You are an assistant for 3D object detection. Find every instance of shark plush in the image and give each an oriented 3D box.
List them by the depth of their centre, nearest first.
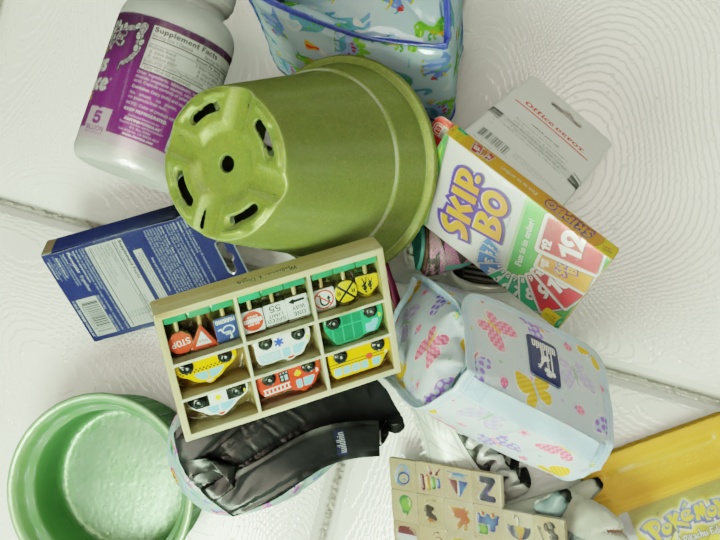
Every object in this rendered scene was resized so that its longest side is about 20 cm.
[{"bbox_3d":[0.163,0.269,1.136,0.198,0.091,0.084,-22,78,20],"label":"shark plush"}]

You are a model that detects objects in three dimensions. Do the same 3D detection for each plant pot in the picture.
[{"bbox_3d":[-0.064,-0.089,0.990,0.198,0.189,0.203,3,96,30],"label":"plant pot"}]

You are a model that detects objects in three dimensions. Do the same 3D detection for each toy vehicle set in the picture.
[{"bbox_3d":[-0.068,0.057,0.981,0.198,0.027,0.125,-17,119,-12],"label":"toy vehicle set"}]

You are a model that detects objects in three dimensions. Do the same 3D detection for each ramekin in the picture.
[{"bbox_3d":[-0.256,0.224,1.210,0.198,0.098,0.203,0,90,9],"label":"ramekin"}]

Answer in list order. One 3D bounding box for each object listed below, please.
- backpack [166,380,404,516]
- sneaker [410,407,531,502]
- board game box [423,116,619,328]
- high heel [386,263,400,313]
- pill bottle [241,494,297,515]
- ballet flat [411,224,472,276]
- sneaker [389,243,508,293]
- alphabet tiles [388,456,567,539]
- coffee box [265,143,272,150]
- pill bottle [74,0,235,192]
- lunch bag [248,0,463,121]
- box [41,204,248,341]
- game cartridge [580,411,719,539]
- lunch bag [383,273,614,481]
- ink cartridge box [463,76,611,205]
[{"bbox_3d":[-0.082,0.143,1.073,0.199,0.127,0.167,-36,84,-20],"label":"backpack"},{"bbox_3d":[0.084,0.162,1.177,0.081,0.075,0.201,-39,85,16],"label":"sneaker"},{"bbox_3d":[0.124,-0.044,1.036,0.200,0.030,0.096,40,131,11],"label":"board game box"},{"bbox_3d":[0.000,0.000,1.117,0.067,0.096,0.202,-17,119,-7],"label":"high heel"},{"bbox_3d":[-0.126,0.141,1.183,0.111,0.112,0.202,-17,89,8],"label":"pill bottle"},{"bbox_3d":[0.073,-0.072,1.149,0.070,0.201,0.070,0,135,-15],"label":"ballet flat"},{"bbox_3d":[0.082,-0.018,1.172,0.198,0.071,0.074,4,91,10],"label":"sneaker"},{"bbox_3d":[0.115,0.277,1.143,0.198,0.008,0.169,3,101,36],"label":"alphabet tiles"},{"bbox_3d":[-0.135,-0.106,1.183,0.199,0.113,0.080,30,94,6],"label":"coffee box"},{"bbox_3d":[-0.182,-0.183,1.071,0.111,0.112,0.202,18,85,8],"label":"pill bottle"},{"bbox_3d":[-0.001,-0.234,1.125,0.198,0.170,0.129,5,71,8],"label":"lunch bag"},{"bbox_3d":[-0.213,-0.001,1.195,0.198,0.033,0.122,-13,124,15],"label":"box"},{"bbox_3d":[0.331,0.260,1.158,0.175,0.032,0.202,-21,88,8],"label":"game cartridge"},{"bbox_3d":[0.124,0.096,1.035,0.168,0.200,0.128,27,96,-18],"label":"lunch bag"},{"bbox_3d":[0.156,-0.102,1.130,0.116,0.200,0.068,42,131,5],"label":"ink cartridge box"}]
